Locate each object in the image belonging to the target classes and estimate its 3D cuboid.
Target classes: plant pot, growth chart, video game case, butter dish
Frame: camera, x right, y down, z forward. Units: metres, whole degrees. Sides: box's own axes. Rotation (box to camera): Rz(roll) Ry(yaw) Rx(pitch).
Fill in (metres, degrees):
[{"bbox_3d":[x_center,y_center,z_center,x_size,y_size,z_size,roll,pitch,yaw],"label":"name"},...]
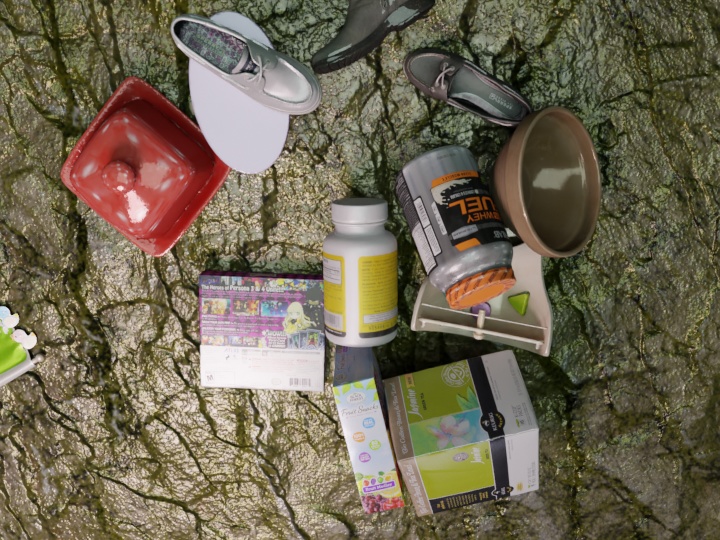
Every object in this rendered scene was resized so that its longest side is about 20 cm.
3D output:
[{"bbox_3d":[0.246,-0.119,0.932,0.199,0.092,0.204,0,89,-39],"label":"plant pot"},{"bbox_3d":[-0.606,0.098,1.047,0.144,0.018,0.201,-37,101,8],"label":"growth chart"},{"bbox_3d":[-0.150,0.095,1.034,0.197,0.036,0.184,2,104,0],"label":"video game case"},{"bbox_3d":[-0.313,-0.135,0.923,0.199,0.148,0.200,40,100,-9],"label":"butter dish"}]

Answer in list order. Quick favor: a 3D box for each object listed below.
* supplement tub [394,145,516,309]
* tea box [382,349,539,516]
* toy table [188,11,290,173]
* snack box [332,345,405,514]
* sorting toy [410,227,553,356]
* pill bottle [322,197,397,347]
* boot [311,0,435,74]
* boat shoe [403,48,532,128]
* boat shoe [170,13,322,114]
[{"bbox_3d":[0.132,-0.057,0.914,0.121,0.123,0.202,-22,73,6],"label":"supplement tub"},{"bbox_3d":[0.149,0.242,0.975,0.194,0.135,0.201,-14,138,3],"label":"tea box"},{"bbox_3d":[-0.154,-0.240,0.912,0.181,0.117,0.203,1,104,-1],"label":"toy table"},{"bbox_3d":[0.012,0.225,0.996,0.067,0.169,0.203,-12,102,2],"label":"snack box"},{"bbox_3d":[0.189,0.015,0.987,0.197,0.107,0.183,11,92,7],"label":"sorting toy"},{"bbox_3d":[0.000,0.000,0.972,0.110,0.111,0.203,0,104,0],"label":"pill bottle"},{"bbox_3d":[-0.006,-0.370,0.914,0.199,0.068,0.131,-33,97,0],"label":"boot"},{"bbox_3d":[0.155,-0.258,0.936,0.198,0.057,0.067,24,103,-5],"label":"boat shoe"},{"bbox_3d":[-0.138,-0.254,0.813,0.199,0.069,0.072,33,102,-9],"label":"boat shoe"}]
